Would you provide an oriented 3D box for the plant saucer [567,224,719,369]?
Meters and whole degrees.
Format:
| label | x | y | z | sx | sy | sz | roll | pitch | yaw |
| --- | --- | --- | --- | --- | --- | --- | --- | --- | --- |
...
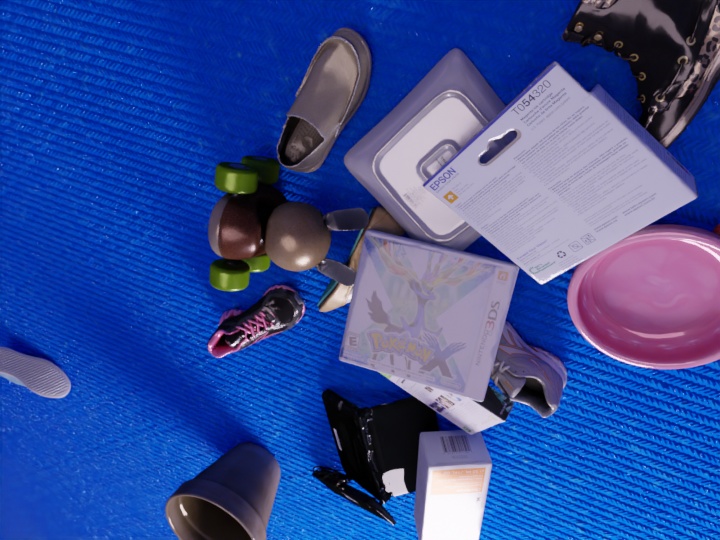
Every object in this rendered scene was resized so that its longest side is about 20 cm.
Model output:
| label | x | y | z | sx | sy | sz | roll | pitch | yaw |
| --- | --- | --- | --- | --- | --- | --- | --- | --- | --- |
| plant saucer | 0.353 | 0.028 | 0.609 | 0.200 | 0.051 | 0.201 | 14 | 129 | 17 |

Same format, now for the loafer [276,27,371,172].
| label | x | y | z | sx | sy | sz | roll | pitch | yaw |
| --- | --- | --- | --- | --- | --- | --- | --- | --- | --- |
| loafer | -0.049 | -0.204 | 0.651 | 0.075 | 0.068 | 0.200 | 31 | 123 | 4 |

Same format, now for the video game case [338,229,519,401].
| label | x | y | z | sx | sy | sz | roll | pitch | yaw |
| --- | --- | --- | --- | --- | --- | --- | --- | --- | --- |
| video game case | 0.083 | 0.057 | 0.667 | 0.199 | 0.022 | 0.183 | 14 | 101 | 12 |

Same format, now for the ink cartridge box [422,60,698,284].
| label | x | y | z | sx | sy | sz | roll | pitch | yaw |
| --- | --- | --- | --- | --- | --- | --- | --- | --- | --- |
| ink cartridge box | 0.204 | -0.095 | 0.552 | 0.200 | 0.043 | 0.196 | 38 | 137 | -12 |

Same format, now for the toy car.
| label | x | y | z | sx | sy | sz | roll | pitch | yaw |
| --- | --- | --- | --- | --- | --- | --- | --- | --- | --- |
| toy car | -0.091 | -0.053 | 0.704 | 0.199 | 0.158 | 0.165 | 12 | 111 | 8 |

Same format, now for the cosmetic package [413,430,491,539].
| label | x | y | z | sx | sy | sz | roll | pitch | yaw |
| --- | --- | --- | --- | --- | --- | --- | --- | --- | --- |
| cosmetic package | 0.146 | 0.361 | 0.842 | 0.101 | 0.071 | 0.201 | -3 | 118 | -3 |

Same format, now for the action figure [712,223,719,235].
| label | x | y | z | sx | sy | sz | roll | pitch | yaw |
| --- | --- | --- | --- | --- | --- | --- | --- | --- | --- |
| action figure | 0.474 | -0.057 | 0.514 | 0.199 | 0.065 | 0.099 | -1 | 133 | 22 |

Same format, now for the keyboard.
| label | x | y | z | sx | sy | sz | roll | pitch | yaw |
| --- | --- | --- | --- | --- | --- | --- | --- | --- | --- |
| keyboard | -0.016 | 0.397 | 0.941 | 0.104 | 0.040 | 0.200 | 48 | 151 | -23 |

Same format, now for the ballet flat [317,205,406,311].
| label | x | y | z | sx | sy | sz | roll | pitch | yaw |
| --- | --- | --- | --- | --- | --- | --- | --- | --- | --- |
| ballet flat | 0.000 | 0.000 | 0.741 | 0.063 | 0.069 | 0.200 | 30 | 124 | -3 |

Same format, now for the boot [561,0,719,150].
| label | x | y | z | sx | sy | sz | roll | pitch | yaw |
| --- | --- | --- | --- | --- | --- | --- | --- | --- | --- |
| boot | 0.275 | -0.212 | 0.514 | 0.150 | 0.073 | 0.201 | 29 | 127 | 9 |

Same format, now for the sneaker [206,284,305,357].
| label | x | y | z | sx | sy | sz | roll | pitch | yaw |
| --- | --- | --- | --- | --- | --- | --- | --- | --- | --- |
| sneaker | -0.177 | 0.093 | 0.846 | 0.200 | 0.095 | 0.079 | -28 | 102 | 30 |

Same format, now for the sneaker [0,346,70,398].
| label | x | y | z | sx | sy | sz | roll | pitch | yaw |
| --- | --- | --- | --- | --- | --- | --- | --- | --- | --- |
| sneaker | -0.755 | 0.237 | 1.184 | 0.199 | 0.074 | 0.082 | 28 | 153 | 0 |

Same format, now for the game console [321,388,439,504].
| label | x | y | z | sx | sy | sz | roll | pitch | yaw |
| --- | --- | --- | --- | --- | --- | --- | --- | --- | --- |
| game console | 0.041 | 0.295 | 0.910 | 0.176 | 0.116 | 0.201 | 16 | 126 | 49 |

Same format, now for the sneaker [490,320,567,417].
| label | x | y | z | sx | sy | sz | roll | pitch | yaw |
| --- | --- | --- | --- | --- | --- | --- | --- | --- | --- |
| sneaker | 0.197 | 0.125 | 0.711 | 0.199 | 0.092 | 0.076 | 30 | 124 | 5 |

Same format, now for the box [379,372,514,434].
| label | x | y | z | sx | sy | sz | roll | pitch | yaw |
| --- | --- | --- | --- | --- | --- | --- | --- | --- | --- |
| box | 0.108 | 0.162 | 0.754 | 0.200 | 0.036 | 0.144 | 32 | 155 | 7 |

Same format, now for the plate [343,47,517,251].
| label | x | y | z | sx | sy | sz | roll | pitch | yaw |
| --- | --- | --- | --- | --- | --- | --- | --- | --- | --- |
| plate | 0.106 | -0.126 | 0.635 | 0.200 | 0.032 | 0.200 | -40 | 99 | 25 |

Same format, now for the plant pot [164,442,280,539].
| label | x | y | z | sx | sy | sz | roll | pitch | yaw |
| --- | --- | --- | --- | --- | --- | --- | --- | --- | --- |
| plant pot | -0.250 | 0.446 | 1.014 | 0.199 | 0.174 | 0.201 | 9 | 119 | 17 |
